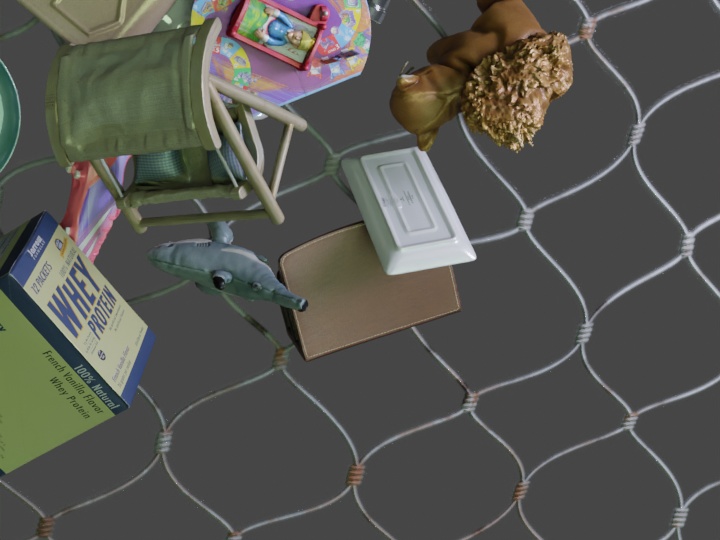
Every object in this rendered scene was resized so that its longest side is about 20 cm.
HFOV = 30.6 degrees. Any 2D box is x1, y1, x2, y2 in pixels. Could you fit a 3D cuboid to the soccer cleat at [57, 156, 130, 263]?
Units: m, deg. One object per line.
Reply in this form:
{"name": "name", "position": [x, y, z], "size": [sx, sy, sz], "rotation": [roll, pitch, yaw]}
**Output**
{"name": "soccer cleat", "position": [-0.303, -0.057, 1.481], "size": [0.076, 0.067, 0.201], "rotation": [6, 107, -32]}

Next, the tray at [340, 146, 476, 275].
{"name": "tray", "position": [0.052, -0.077, 1.505], "size": [0.107, 0.200, 0.022], "rotation": [-11, 137, -12]}

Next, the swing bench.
{"name": "swing bench", "position": [-0.196, -0.144, 1.362], "size": [0.200, 0.198, 0.130], "rotation": [45, 49, -50]}

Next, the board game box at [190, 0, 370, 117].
{"name": "board game box", "position": [-0.081, -0.260, 1.407], "size": [0.199, 0.039, 0.159], "rotation": [-23, 105, -10]}

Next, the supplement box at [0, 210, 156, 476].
{"name": "supplement box", "position": [-0.370, 0.082, 1.430], "size": [0.199, 0.134, 0.200], "rotation": [-28, 115, 20]}

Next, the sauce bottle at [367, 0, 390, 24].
{"name": "sauce bottle", "position": [0.049, -0.376, 1.474], "size": [0.065, 0.065, 0.201], "rotation": [24, 100, -21]}

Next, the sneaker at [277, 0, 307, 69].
{"name": "sneaker", "position": [-0.060, -0.291, 1.469], "size": [0.090, 0.076, 0.201], "rotation": [0, 109, -22]}

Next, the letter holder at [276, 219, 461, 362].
{"name": "letter holder", "position": [0.000, 0.000, 1.564], "size": [0.199, 0.101, 0.143], "rotation": [-18, 109, -10]}

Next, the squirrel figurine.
{"name": "squirrel figurine", "position": [0.131, -0.211, 1.476], "size": [0.186, 0.200, 0.142], "rotation": [-26, 120, -20]}

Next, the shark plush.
{"name": "shark plush", "position": [-0.147, 0.017, 1.491], "size": [0.083, 0.200, 0.091], "rotation": [-8, 128, -58]}

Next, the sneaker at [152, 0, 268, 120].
{"name": "sneaker", "position": [-0.166, -0.243, 1.450], "size": [0.070, 0.080, 0.200], "rotation": [-45, 112, 4]}

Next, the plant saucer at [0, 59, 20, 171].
{"name": "plant saucer", "position": [-0.469, -0.170, 1.415], "size": [0.199, 0.027, 0.201], "rotation": [-4, 108, -14]}

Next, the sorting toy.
{"name": "sorting toy", "position": [-0.284, -0.339, 1.394], "size": [0.200, 0.036, 0.185], "rotation": [39, 94, -10]}
